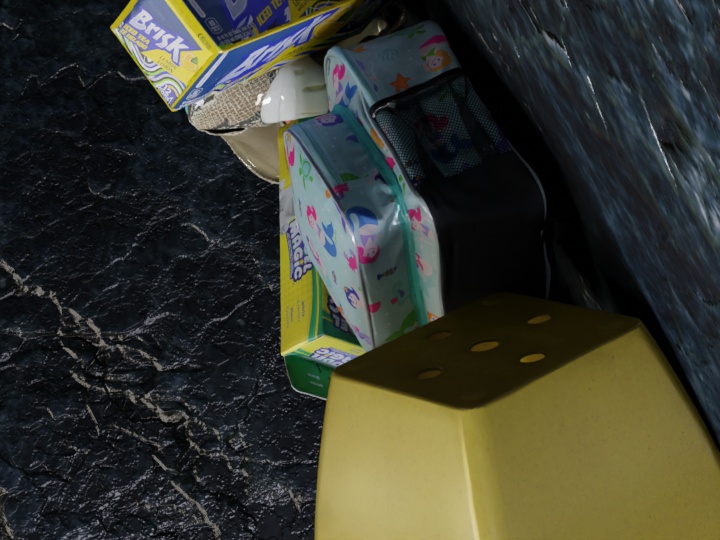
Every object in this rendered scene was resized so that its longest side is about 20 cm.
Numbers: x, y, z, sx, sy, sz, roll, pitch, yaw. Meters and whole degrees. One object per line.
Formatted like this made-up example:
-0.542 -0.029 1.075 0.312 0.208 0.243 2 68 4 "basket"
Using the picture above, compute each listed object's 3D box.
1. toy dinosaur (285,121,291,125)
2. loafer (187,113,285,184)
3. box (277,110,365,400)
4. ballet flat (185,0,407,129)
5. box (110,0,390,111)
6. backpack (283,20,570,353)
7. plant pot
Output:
-0.014 -0.094 1.646 0.181 0.200 0.105 6 -127 -38 "toy dinosaur"
-0.093 -0.122 1.667 0.076 0.068 0.200 8 150 28 "loafer"
0.000 0.000 1.518 0.117 0.048 0.201 21 -122 -38 "box"
-0.031 -0.143 1.494 0.075 0.200 0.068 31 136 17 "ballet flat"
-0.059 -0.169 1.405 0.070 0.200 0.064 52 132 8 "box"
0.034 -0.050 1.405 0.178 0.150 0.201 81 171 -48 "backpack"
0.089 0.122 1.281 0.200 0.199 0.177 12 119 53 "plant pot"
